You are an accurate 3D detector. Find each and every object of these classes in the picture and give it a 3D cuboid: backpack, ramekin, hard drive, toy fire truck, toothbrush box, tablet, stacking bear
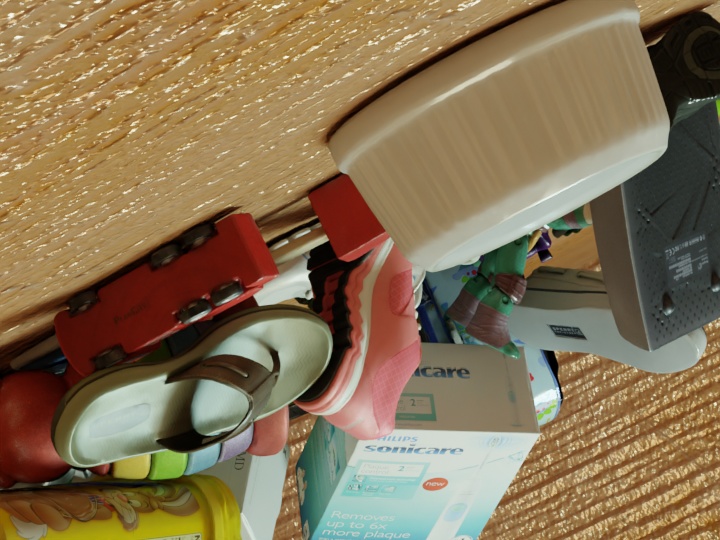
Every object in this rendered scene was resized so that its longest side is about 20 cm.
[{"bbox_3d":[0.074,0.061,1.959,0.146,0.201,0.183,-25,175,-12],"label":"backpack"},{"bbox_3d":[0.088,-0.075,1.323,0.201,0.095,0.202,-26,174,-3],"label":"ramekin"},{"bbox_3d":[0.216,-0.054,1.646,0.042,0.202,0.134,0,-165,42],"label":"hard drive"},{"bbox_3d":[-0.085,0.001,1.458,0.199,0.049,0.141,-29,174,19],"label":"toy fire truck"},{"bbox_3d":[0.042,0.144,1.818,0.145,0.086,0.201,3,144,-17],"label":"toothbrush box"},{"bbox_3d":[-0.162,0.037,1.611,0.129,0.014,0.200,-27,174,9],"label":"tablet"},{"bbox_3d":[-0.158,0.091,1.530,0.198,0.123,0.114,-12,-163,-16],"label":"stacking bear"}]

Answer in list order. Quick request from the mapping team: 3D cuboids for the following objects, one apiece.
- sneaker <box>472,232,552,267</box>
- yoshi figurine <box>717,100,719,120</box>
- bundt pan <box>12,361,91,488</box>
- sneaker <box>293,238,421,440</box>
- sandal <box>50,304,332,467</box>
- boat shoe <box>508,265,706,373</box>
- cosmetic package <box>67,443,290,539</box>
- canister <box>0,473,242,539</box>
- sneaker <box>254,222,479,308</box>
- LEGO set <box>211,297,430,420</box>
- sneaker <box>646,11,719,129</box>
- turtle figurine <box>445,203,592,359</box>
[{"bbox_3d":[0.093,-0.030,1.792,0.074,0.088,0.199,-30,173,37],"label":"sneaker"},{"bbox_3d":[0.277,-0.108,1.904,0.199,0.113,0.112,-17,154,-47],"label":"yoshi figurine"},{"bbox_3d":[-0.214,0.115,1.673,0.200,0.076,0.202,-20,174,-2],"label":"bundt pan"},{"bbox_3d":[0.008,0.031,1.573,0.073,0.087,0.201,-18,-138,40],"label":"sneaker"},{"bbox_3d":[-0.099,0.084,1.438,0.200,0.080,0.057,-22,-144,-30],"label":"sandal"},{"bbox_3d":[0.195,0.030,1.772,0.199,0.072,0.066,3,-132,52],"label":"boat shoe"},{"bbox_3d":[-0.165,0.164,1.786,0.198,0.108,0.085,-2,144,16],"label":"cosmetic package"},{"bbox_3d":[-0.201,0.186,1.539,0.148,0.087,0.199,-3,179,44],"label":"canister"},{"bbox_3d":[0.000,0.000,1.654,0.199,0.087,0.075,-24,175,-12],"label":"sneaker"},{"bbox_3d":[-0.037,0.030,1.809,0.199,0.117,0.154,-27,148,15],"label":"LEGO set"},{"bbox_3d":[0.173,-0.106,1.512,0.199,0.076,0.091,-20,168,-42],"label":"sneaker"},{"bbox_3d":[0.137,-0.038,1.732,0.201,0.100,0.150,-61,178,5],"label":"turtle figurine"}]
